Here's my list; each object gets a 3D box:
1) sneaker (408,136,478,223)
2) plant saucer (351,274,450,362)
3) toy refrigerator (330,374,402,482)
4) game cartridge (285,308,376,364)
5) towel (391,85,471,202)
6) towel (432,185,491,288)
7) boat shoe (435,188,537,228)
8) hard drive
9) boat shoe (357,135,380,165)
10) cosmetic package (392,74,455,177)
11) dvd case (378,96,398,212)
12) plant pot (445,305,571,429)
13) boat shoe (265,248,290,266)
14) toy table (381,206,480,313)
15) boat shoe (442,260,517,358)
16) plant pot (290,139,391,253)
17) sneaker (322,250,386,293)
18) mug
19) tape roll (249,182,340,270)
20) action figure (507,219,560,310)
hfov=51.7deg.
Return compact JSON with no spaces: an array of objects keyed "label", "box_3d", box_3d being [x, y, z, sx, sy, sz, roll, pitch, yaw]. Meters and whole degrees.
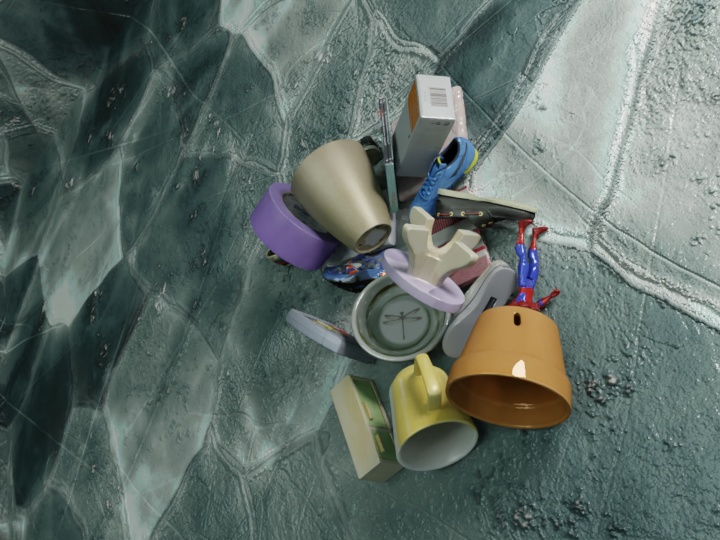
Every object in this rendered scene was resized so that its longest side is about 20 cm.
[{"label":"sneaker","box_3d":[0.147,-0.177,1.463,0.201,0.078,0.066,-53,52,15]},{"label":"plant saucer","box_3d":[0.082,0.097,1.461,0.197,0.050,0.202,-8,55,11]},{"label":"toy refrigerator","box_3d":[0.014,0.308,1.471,0.070,0.075,0.201,-44,47,26]},{"label":"game cartridge","box_3d":[-0.069,0.138,1.581,0.199,0.132,0.041,25,94,48]},{"label":"towel","box_3d":[0.149,-0.264,1.573,0.190,0.032,0.203,-23,62,40]},{"label":"towel","box_3d":[0.175,-0.054,1.455,0.143,0.023,0.202,-25,57,25]},{"label":"boat shoe","box_3d":[0.232,-0.109,1.386,0.199,0.073,0.064,12,98,30]},{"label":"hard drive","box_3d":[0.001,-0.093,1.674,0.199,0.025,0.134,-19,62,42]},{"label":"boat shoe","box_3d":[-0.039,-0.246,1.739,0.199,0.074,0.067,-38,48,31]},{"label":"cosmetic package","box_3d":[0.120,-0.279,1.461,0.200,0.070,0.103,113,156,-62]},{"label":"dvd case","box_3d":[0.059,-0.246,1.577,0.022,0.147,0.202,-5,53,4]},{"label":"plant pot","box_3d":[0.246,0.152,1.209,0.199,0.199,0.141,-17,47,42]},{"label":"boat shoe","box_3d":[-0.150,-0.086,1.806,0.200,0.062,0.072,-43,46,26]},{"label":"toy table","box_3d":[0.128,-0.025,1.353,0.199,0.183,0.118,38,117,33]},{"label":"boat shoe","box_3d":[0.213,0.068,1.365,0.201,0.070,0.070,-61,15,16]},{"label":"plant pot","box_3d":[-0.021,-0.141,1.582,0.188,0.186,0.201,-47,61,24]},{"label":"sneaker","box_3d":[0.000,0.000,1.617,0.198,0.075,0.079,-3,64,38]},{"label":"mug","box_3d":[0.127,0.240,1.329,0.187,0.148,0.154,-57,33,33]},{"label":"tape roll","box_3d":[-0.142,-0.099,1.661,0.085,0.199,0.201,-49,46,22]},{"label":"action figure","box_3d":[0.303,0.014,1.275,0.099,0.065,0.203,-6,71,58]}]
